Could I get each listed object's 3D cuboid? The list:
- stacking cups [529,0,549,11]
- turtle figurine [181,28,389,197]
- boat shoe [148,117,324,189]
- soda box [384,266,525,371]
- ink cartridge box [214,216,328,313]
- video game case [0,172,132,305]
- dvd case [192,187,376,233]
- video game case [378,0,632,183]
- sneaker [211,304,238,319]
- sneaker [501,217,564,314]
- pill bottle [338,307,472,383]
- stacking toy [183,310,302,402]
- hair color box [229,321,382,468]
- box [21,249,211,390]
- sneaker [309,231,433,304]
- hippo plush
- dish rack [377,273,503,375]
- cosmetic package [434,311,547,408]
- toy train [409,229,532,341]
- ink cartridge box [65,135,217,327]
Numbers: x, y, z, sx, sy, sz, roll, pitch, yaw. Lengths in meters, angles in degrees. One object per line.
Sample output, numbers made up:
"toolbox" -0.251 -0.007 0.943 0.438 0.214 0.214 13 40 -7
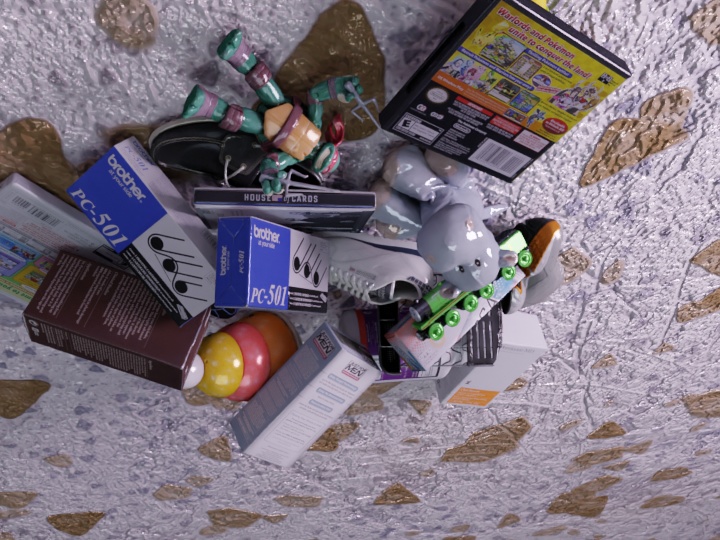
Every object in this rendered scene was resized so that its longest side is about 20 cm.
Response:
"stacking cups" 0.170 -0.222 0.758 0.060 0.061 0.201 -14 147 5
"turtle figurine" -0.075 -0.147 0.742 0.199 0.151 0.100 31 170 -26
"boat shoe" -0.135 -0.123 0.799 0.197 0.068 0.072 6 141 -17
"soda box" 0.128 0.049 0.980 0.200 0.069 0.064 -41 -178 -15
"ink cartridge box" -0.097 0.000 0.837 0.044 0.096 0.200 0 174 22
"video game case" -0.404 -0.021 0.901 0.181 0.022 0.200 -29 139 22
"dvd case" -0.089 -0.068 0.839 0.196 0.025 0.150 2 174 -7
"video game case" 0.148 -0.180 0.734 0.198 0.026 0.181 15 138 -34
"sneaker" -0.212 0.020 0.949 0.069 0.079 0.201 -15 141 7
"sneaker" 0.260 -0.013 1.032 0.090 0.077 0.201 -9 150 -13
"pill bottle" 0.068 0.114 1.103 0.196 0.114 0.113 -2 142 -10
"stacking toy" -0.185 0.127 0.988 0.145 0.148 0.199 -34 161 28
"hair color box" -0.076 0.176 0.991 0.200 0.061 0.099 -46 136 9
"box" -0.294 0.061 0.881 0.197 0.101 0.075 19 144 -2
"sneaker" 0.000 0.000 0.953 0.196 0.082 0.077 5 148 6
"hippo plush" 0.096 -0.042 0.872 0.158 0.163 0.200 -25 140 18
"dish rack" 0.116 0.070 1.032 0.196 0.156 0.055 0 173 -11
"cosmetic package" 0.216 0.153 1.219 0.100 0.072 0.201 9 138 -23
"toy train" 0.142 0.016 0.929 0.199 0.042 0.057 -37 106 -16
"ink cartridge box" -0.231 -0.041 0.815 0.093 0.044 0.201 -31 103 26
